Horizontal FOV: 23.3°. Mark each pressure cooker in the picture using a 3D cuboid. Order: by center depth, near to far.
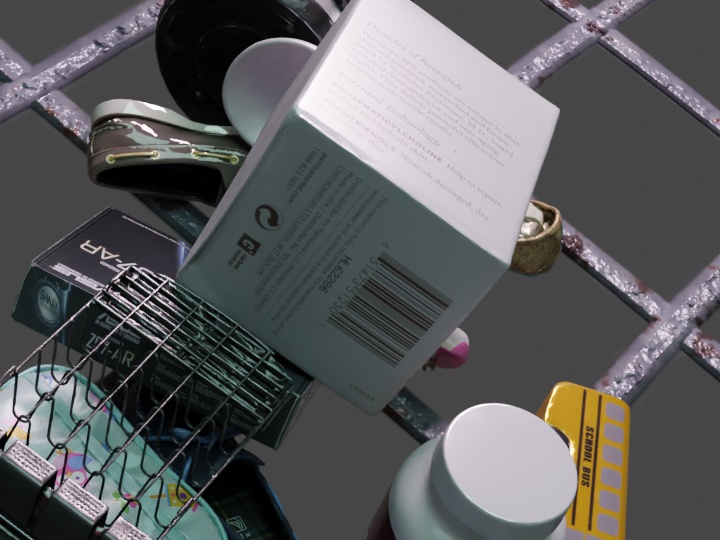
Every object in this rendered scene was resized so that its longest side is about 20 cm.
[{"bbox_3d":[-0.053,-0.211,1.395,0.177,0.177,0.200,25,45,7],"label":"pressure cooker"}]

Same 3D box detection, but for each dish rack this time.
[{"bbox_3d":[-0.140,0.089,1.054,0.153,0.055,0.200,36,45,6],"label":"dish rack"}]

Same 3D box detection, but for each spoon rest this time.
[{"bbox_3d":[-0.013,-0.096,1.292,0.199,0.099,0.061,35,33,-17],"label":"spoon rest"}]

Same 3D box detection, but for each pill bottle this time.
[{"bbox_3d":[0.060,0.174,1.083,0.112,0.201,0.114,11,47,-12],"label":"pill bottle"}]

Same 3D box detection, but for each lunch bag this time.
[{"bbox_3d":[-0.187,0.155,1.076,0.160,0.077,0.200,-31,68,-38],"label":"lunch bag"}]

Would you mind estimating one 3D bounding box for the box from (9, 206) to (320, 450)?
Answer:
[{"bbox_3d":[-0.118,0.035,1.195,0.199,0.044,0.160,26,19,4],"label":"box"}]

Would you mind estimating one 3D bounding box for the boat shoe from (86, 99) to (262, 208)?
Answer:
[{"bbox_3d":[-0.110,-0.076,1.329,0.198,0.072,0.060,12,61,-16],"label":"boat shoe"}]

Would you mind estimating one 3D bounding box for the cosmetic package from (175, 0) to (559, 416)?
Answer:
[{"bbox_3d":[0.008,-0.051,1.161,0.166,0.168,0.200,34,36,-7],"label":"cosmetic package"}]

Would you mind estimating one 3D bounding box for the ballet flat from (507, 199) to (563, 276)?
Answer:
[{"bbox_3d":[0.070,-0.055,1.382,0.198,0.066,0.071,15,44,-9],"label":"ballet flat"}]

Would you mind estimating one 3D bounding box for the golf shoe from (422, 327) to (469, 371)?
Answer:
[{"bbox_3d":[0.000,0.000,1.285,0.199,0.075,0.092,29,71,3],"label":"golf shoe"}]

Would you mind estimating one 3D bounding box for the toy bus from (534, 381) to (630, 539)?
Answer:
[{"bbox_3d":[0.140,0.175,1.210,0.078,0.065,0.201,18,46,-8],"label":"toy bus"}]

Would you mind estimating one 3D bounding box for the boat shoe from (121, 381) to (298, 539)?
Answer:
[{"bbox_3d":[-0.084,0.138,1.148,0.084,0.069,0.200,-25,62,-37],"label":"boat shoe"}]
